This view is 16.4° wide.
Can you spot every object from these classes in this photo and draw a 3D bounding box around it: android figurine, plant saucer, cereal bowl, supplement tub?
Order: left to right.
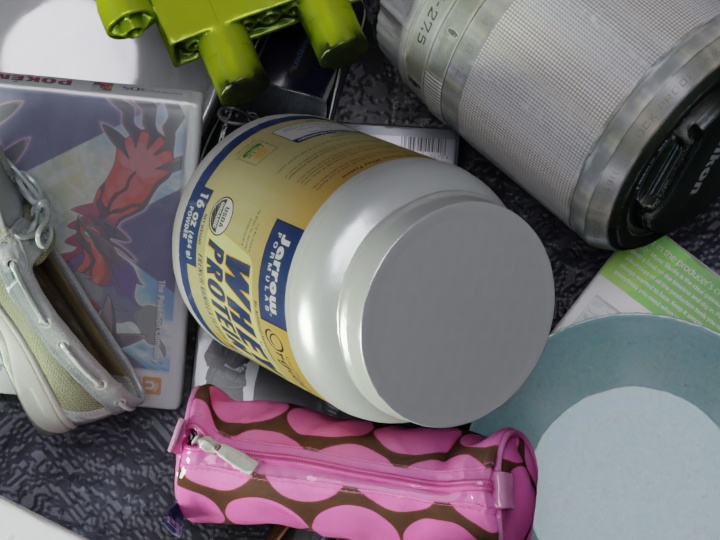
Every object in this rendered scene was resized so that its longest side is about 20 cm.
[{"bbox_3d":[-0.176,-0.128,1.496,0.200,0.083,0.200,0,84,1],"label":"cereal bowl"},{"bbox_3d":[-0.073,-0.196,1.434,0.182,0.041,0.200,-19,71,-7],"label":"android figurine"},{"bbox_3d":[0.000,0.000,1.366,0.144,0.200,0.145,-9,108,-30],"label":"supplement tub"},{"bbox_3d":[0.157,0.125,1.421,0.201,0.039,0.201,0,78,2],"label":"plant saucer"}]

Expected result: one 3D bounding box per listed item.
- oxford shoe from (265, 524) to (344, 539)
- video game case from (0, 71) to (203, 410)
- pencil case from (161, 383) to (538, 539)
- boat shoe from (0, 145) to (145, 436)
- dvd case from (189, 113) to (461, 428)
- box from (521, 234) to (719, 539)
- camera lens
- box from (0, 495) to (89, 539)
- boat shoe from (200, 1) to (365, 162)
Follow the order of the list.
[{"bbox_3d":[-0.058,0.220,1.417,0.071,0.071,0.200,18,74,3],"label":"oxford shoe"},{"bbox_3d":[-0.187,-0.017,1.442,0.182,0.023,0.200,5,115,-1],"label":"video game case"},{"bbox_3d":[-0.004,0.113,1.372,0.200,0.094,0.091,5,67,12],"label":"pencil case"},{"bbox_3d":[-0.181,0.003,1.401,0.065,0.074,0.202,-14,119,8],"label":"boat shoe"},{"bbox_3d":[-0.021,0.009,1.496,0.150,0.025,0.200,4,76,3],"label":"dvd case"},{"bbox_3d":[0.162,0.089,1.468,0.144,0.036,0.200,38,82,9],"label":"box"},{"bbox_3d":[0.129,-0.122,1.441,0.160,0.160,0.200,-45,68,-8],"label":"camera lens"},{"bbox_3d":[-0.202,0.200,1.419,0.200,0.097,0.124,26,79,7],"label":"box"},{"bbox_3d":[-0.050,-0.090,1.477,0.075,0.062,0.200,19,79,5],"label":"boat shoe"}]
